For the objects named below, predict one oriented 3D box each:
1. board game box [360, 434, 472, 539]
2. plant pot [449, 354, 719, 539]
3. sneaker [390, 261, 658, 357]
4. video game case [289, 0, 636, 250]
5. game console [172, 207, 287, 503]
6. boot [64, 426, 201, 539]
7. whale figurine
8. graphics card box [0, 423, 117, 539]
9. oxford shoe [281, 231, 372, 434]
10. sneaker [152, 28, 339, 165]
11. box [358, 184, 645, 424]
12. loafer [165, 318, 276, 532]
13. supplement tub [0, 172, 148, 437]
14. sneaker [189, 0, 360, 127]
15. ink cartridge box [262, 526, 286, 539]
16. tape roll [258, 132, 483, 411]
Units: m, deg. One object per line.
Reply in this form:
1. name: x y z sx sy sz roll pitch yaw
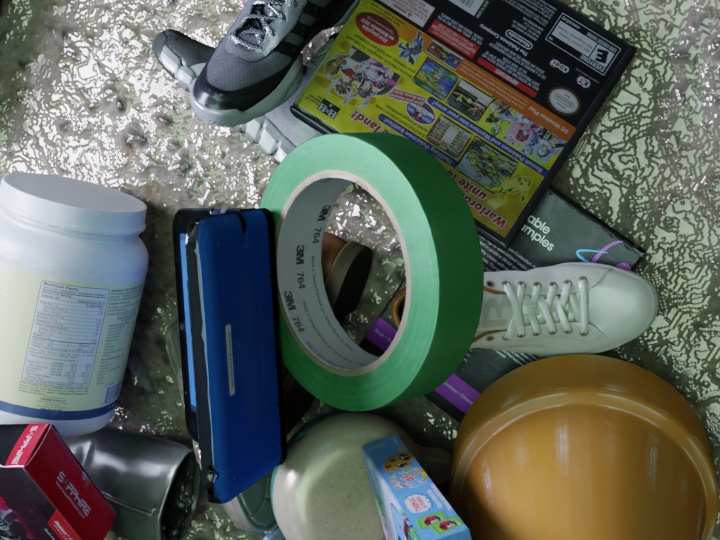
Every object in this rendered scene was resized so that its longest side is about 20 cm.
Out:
1. board game box: 0.052 0.215 0.752 0.037 0.200 0.151 -17 100 -7
2. plant pot: 0.158 0.189 0.765 0.200 0.183 0.200 4 114 8
3. sneaker: 0.118 0.034 0.803 0.200 0.085 0.073 -3 94 17
4. video game case: 0.077 -0.144 0.828 0.200 0.026 0.181 33 90 6
5. game console: -0.124 0.055 0.817 0.118 0.171 0.200 -2 96 19
6. boot: -0.249 0.217 0.989 0.200 0.073 0.182 18 102 17
7. whale figurine: 0.013 0.203 0.899 0.159 0.104 0.200 -44 106 -5
8. graphics card box: -0.324 0.187 0.920 0.200 0.051 0.126 -3 132 22
9. oxford shoe: -0.060 0.060 0.914 0.071 0.071 0.200 24 93 19
10. sneaker: -0.067 -0.162 0.890 0.200 0.075 0.116 39 99 3
11. box: 0.111 0.024 0.866 0.143 0.036 0.200 37 108 10
12. loafer: -0.121 0.132 0.948 0.063 0.072 0.200 -19 84 38
13. supplement tub: -0.266 0.028 0.935 0.145 0.145 0.200 18 102 16
14. sneaker: -0.064 -0.205 0.811 0.075 0.114 0.200 32 68 21
15. ink cartridge box: -0.082 0.328 0.951 0.116 0.067 0.200 40 109 10
16. tape roll: 0.000 0.000 0.789 0.200 0.048 0.201 9 102 46
